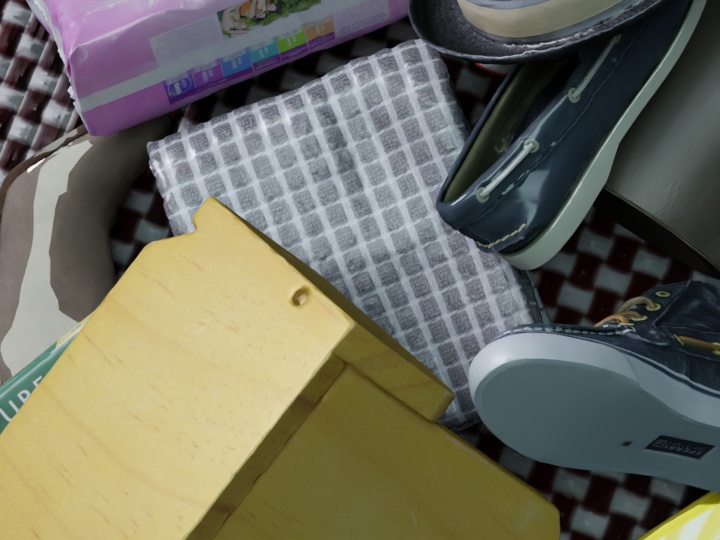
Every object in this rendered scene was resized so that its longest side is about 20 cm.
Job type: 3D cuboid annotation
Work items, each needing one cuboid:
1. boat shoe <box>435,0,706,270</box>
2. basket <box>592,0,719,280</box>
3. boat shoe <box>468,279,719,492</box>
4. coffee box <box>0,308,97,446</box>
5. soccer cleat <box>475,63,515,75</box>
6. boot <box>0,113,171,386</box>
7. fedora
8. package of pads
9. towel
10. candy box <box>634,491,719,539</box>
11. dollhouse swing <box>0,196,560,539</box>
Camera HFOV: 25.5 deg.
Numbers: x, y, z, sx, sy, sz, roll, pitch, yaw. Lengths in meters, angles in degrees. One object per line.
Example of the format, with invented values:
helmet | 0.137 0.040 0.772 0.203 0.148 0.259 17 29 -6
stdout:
boat shoe | 0.099 -0.100 0.745 0.062 0.075 0.200 30 89 -26
basket | 0.192 -0.107 0.797 0.180 0.136 0.200 34 91 46
boat shoe | 0.127 0.045 0.763 0.071 0.200 0.091 -44 41 36
coffee box | -0.112 0.129 0.804 0.123 0.044 0.200 -40 99 0
soccer cleat | 0.112 -0.180 0.812 0.069 0.085 0.200 41 59 -5
boot | -0.154 0.018 0.852 0.200 0.070 0.146 -35 75 9
fedora | 0.090 -0.187 0.709 0.200 0.092 0.201 -23 38 19
package of pads | -0.075 -0.158 0.841 0.200 0.076 0.121 -24 51 -9
towel | 0.000 0.000 0.809 0.165 0.086 0.200 -22 88 2
candy box | 0.157 0.184 0.802 0.200 0.026 0.102 -33 73 0
dollhouse swing | -0.041 0.112 0.755 0.200 0.176 0.182 -53 45 3
